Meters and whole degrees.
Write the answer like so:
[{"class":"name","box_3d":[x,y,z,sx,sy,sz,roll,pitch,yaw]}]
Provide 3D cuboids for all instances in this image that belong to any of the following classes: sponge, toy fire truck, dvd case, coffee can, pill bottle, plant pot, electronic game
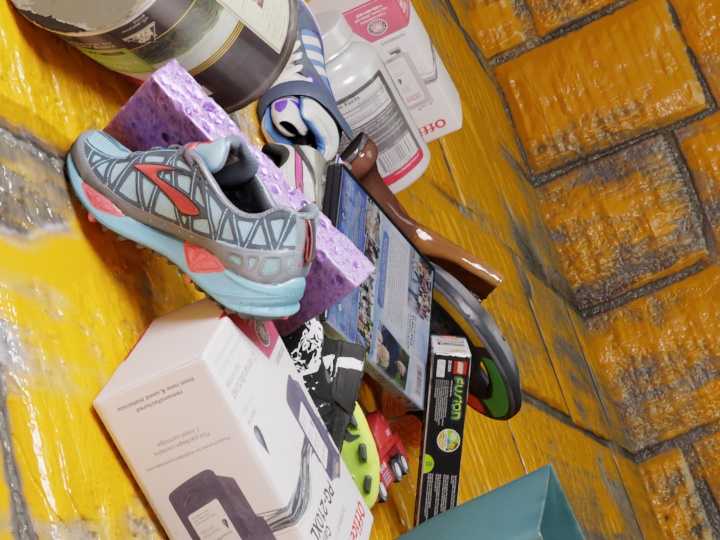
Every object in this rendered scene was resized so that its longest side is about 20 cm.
[{"class":"sponge","box_3d":[-0.090,-0.047,1.017,0.200,0.112,0.030,47,55,-6]},{"class":"toy fire truck","box_3d":[-0.010,0.125,1.270,0.141,0.049,0.200,67,15,-1]},{"class":"dvd case","box_3d":[0.015,0.018,1.226,0.200,0.018,0.143,46,43,-53]},{"class":"coffee can","box_3d":[-0.150,-0.210,1.072,0.200,0.146,0.146,30,40,-67]},{"class":"pill bottle","box_3d":[-0.011,-0.182,1.610,0.200,0.111,0.111,60,16,-28]},{"class":"plant pot","box_3d":[0.070,0.258,1.051,0.141,0.200,0.141,65,14,-6]},{"class":"electronic game","box_3d":[0.088,0.067,1.441,0.200,0.042,0.200,46,-18,20]}]

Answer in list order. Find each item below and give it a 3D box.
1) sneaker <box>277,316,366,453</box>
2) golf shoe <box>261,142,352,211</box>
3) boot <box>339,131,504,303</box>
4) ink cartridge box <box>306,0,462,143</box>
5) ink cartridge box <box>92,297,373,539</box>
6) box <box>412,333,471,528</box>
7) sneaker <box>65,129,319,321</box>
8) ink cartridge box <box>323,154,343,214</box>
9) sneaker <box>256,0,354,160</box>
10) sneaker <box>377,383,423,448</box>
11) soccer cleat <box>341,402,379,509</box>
[{"class":"sneaker","box_3d":[-0.060,0.106,1.084,0.060,0.104,0.200,137,-31,-76]},{"class":"golf shoe","box_3d":[-0.070,-0.036,1.293,0.092,0.073,0.200,21,42,-8]},{"class":"boot","box_3d":[0.051,-0.037,1.439,0.200,0.068,0.188,36,-26,5]},{"class":"ink cartridge box","box_3d":[0.016,-0.235,1.717,0.200,0.146,0.083,58,18,-32]},{"class":"ink cartridge box","box_3d":[-0.075,0.128,0.952,0.200,0.084,0.145,63,15,-14]},{"class":"box","box_3d":[0.072,0.164,1.322,0.110,0.035,0.200,-76,171,-83]},{"class":"sneaker","box_3d":[-0.104,-0.053,0.954,0.200,0.096,0.079,32,22,20]},{"class":"ink cartridge box","box_3d":[0.000,0.000,1.261,0.200,0.037,0.095,60,33,-46]},{"class":"sneaker","box_3d":[-0.074,-0.196,1.462,0.146,0.081,0.200,-87,157,-68]},{"class":"sneaker","box_3d":[0.039,0.088,1.465,0.092,0.076,0.200,-98,161,-60]},{"class":"soccer cleat","box_3d":[-0.034,0.099,1.164,0.200,0.065,0.084,63,12,7]}]
